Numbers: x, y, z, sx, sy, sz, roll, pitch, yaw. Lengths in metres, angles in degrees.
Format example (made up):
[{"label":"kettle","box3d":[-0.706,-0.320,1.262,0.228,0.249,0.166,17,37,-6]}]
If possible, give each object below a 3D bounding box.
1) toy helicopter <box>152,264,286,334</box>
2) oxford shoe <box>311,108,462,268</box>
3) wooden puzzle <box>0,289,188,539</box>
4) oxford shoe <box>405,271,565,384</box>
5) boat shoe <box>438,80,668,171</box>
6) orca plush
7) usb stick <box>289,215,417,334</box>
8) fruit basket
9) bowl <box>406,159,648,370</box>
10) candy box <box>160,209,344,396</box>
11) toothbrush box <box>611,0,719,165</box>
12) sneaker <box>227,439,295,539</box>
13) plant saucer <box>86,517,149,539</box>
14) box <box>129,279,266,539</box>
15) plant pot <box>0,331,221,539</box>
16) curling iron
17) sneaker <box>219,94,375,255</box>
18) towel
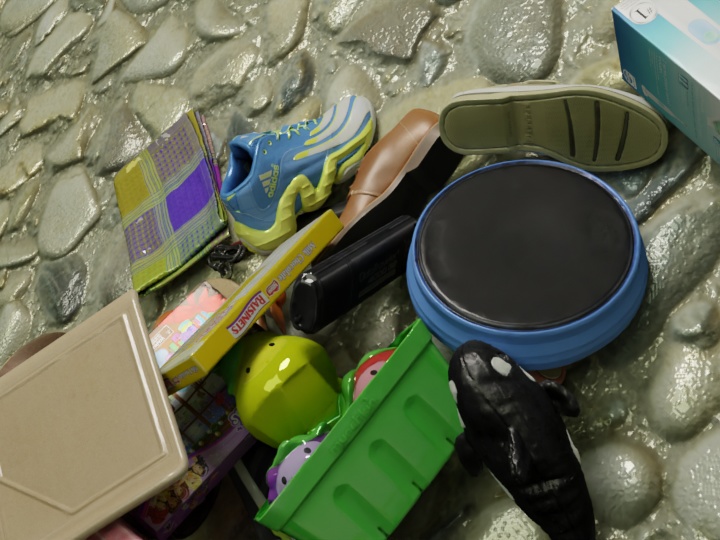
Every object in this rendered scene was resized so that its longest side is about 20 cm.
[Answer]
[{"label":"toy helicopter","box3d":[-0.099,0.074,1.105,0.199,0.079,0.133,36,82,30]},{"label":"oxford shoe","box3d":[0.015,-0.069,1.076,0.071,0.071,0.201,35,81,35]},{"label":"wooden puzzle","box3d":[-0.237,0.137,0.949,0.184,0.037,0.202,-32,52,10]},{"label":"oxford shoe","box3d":[0.105,0.041,0.975,0.074,0.070,0.201,-59,43,27]},{"label":"boat shoe","box3d":[0.171,-0.135,0.989,0.197,0.076,0.069,9,29,18]},{"label":"orca plush","box3d":[0.116,0.152,0.838,0.104,0.071,0.203,-14,94,24]},{"label":"usb stick","box3d":[0.000,0.000,0.981,0.032,0.199,0.056,15,114,25]},{"label":"fruit basket","box3d":[-0.031,0.118,0.931,0.212,0.156,0.219,1,79,-8]},{"label":"bowl","box3d":[0.134,-0.012,0.925,0.197,0.040,0.203,-5,49,6]},{"label":"candy box","box3d":[-0.099,0.029,0.989,0.200,0.026,0.102,-48,12,-35]},{"label":"toothbrush box","box3d":[0.313,-0.162,0.873,0.145,0.086,0.201,-33,52,-3]},{"label":"sneaker","box3d":[-0.067,0.197,1.029,0.082,0.072,0.201,-28,53,-7]},{"label":"plant saucer","box3d":[-0.157,0.277,0.950,0.199,0.201,0.051,24,68,40]},{"label":"box","box3d":[-0.159,0.122,1.017,0.136,0.039,0.200,37,66,16]},{"label":"plant pot","box3d":[-0.238,0.178,1.090,0.197,0.187,0.189,16,78,24]},{"label":"curling iron","box3d":[-0.075,-0.034,1.150,0.198,0.026,0.050,-19,38,26]},{"label":"sneaker","box3d":[-0.064,-0.116,1.112,0.075,0.105,0.201,15,64,45]},{"label":"towel","box3d":[-0.216,-0.077,1.268,0.143,0.023,0.202,-34,48,18]}]
